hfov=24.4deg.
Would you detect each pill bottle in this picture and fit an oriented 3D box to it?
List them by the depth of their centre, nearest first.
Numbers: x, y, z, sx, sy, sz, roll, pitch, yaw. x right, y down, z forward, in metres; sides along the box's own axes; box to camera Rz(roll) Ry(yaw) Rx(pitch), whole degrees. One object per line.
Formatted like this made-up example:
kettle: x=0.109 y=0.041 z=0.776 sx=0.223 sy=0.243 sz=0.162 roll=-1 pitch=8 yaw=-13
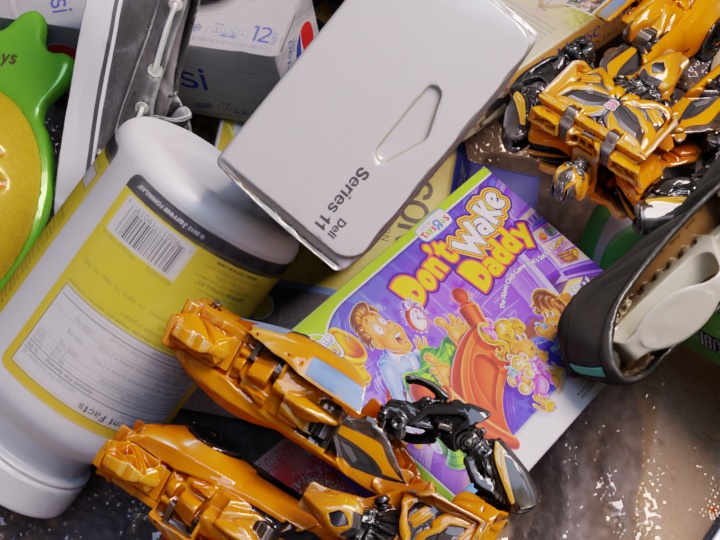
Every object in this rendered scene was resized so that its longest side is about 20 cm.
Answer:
pill bottle: x=-0.130 y=0.028 z=0.864 sx=0.112 sy=0.112 sz=0.200 roll=41 pitch=103 yaw=13

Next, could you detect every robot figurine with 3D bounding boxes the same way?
robot figurine: x=-0.019 y=0.105 z=0.777 sx=0.200 sy=0.058 sz=0.145 roll=30 pitch=99 yaw=12
robot figurine: x=0.174 y=-0.107 z=0.938 sx=0.145 sy=0.058 sz=0.200 roll=34 pitch=59 yaw=26

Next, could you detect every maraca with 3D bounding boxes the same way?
maraca: x=-0.230 y=-0.057 z=0.927 sx=0.137 sy=0.107 sz=0.200 roll=11 pitch=76 yaw=15

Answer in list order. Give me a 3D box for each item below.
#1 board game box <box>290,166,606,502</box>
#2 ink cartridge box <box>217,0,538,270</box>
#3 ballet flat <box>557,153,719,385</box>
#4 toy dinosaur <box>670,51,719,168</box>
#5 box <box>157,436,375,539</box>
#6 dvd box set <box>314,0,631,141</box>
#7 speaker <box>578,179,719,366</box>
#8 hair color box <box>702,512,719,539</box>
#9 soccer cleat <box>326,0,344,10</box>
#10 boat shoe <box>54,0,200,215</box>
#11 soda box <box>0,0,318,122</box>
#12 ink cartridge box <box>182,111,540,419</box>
board game box: x=0.054 y=0.045 z=0.882 sx=0.134 sy=0.045 sz=0.200 roll=41 pitch=47 yaw=9
ink cartridge box: x=0.012 y=-0.083 z=0.849 sx=0.083 sy=0.200 sz=0.147 roll=40 pitch=94 yaw=0
ballet flat: x=0.188 y=-0.010 z=0.848 sx=0.200 sy=0.068 sz=0.068 roll=-45 pitch=109 yaw=0
toy dinosaur: x=0.222 y=-0.083 z=1.034 sx=0.101 sy=0.058 sz=0.200 roll=13 pitch=46 yaw=-25
box: x=-0.070 y=0.182 z=0.844 sx=0.200 sy=0.096 sz=0.100 roll=-37 pitch=74 yaw=-21
dvd box set: x=0.089 y=-0.171 z=1.040 sx=0.200 sy=0.029 sz=0.146 roll=-36 pitch=50 yaw=-21
speaker: x=0.218 y=0.018 z=0.921 sx=0.088 sy=0.089 sz=0.200 roll=-39 pitch=46 yaw=-21
hair color box: x=0.257 y=0.140 z=0.921 sx=0.100 sy=0.061 sz=0.200 roll=35 pitch=66 yaw=11
soccer cleat: x=-0.006 y=-0.196 z=1.019 sx=0.073 sy=0.068 sz=0.200 roll=-41 pitch=47 yaw=-24
boat shoe: x=-0.123 y=-0.079 z=0.924 sx=0.068 sy=0.074 sz=0.200 roll=13 pitch=108 yaw=3
soda box: x=-0.127 y=-0.141 z=0.981 sx=0.200 sy=0.068 sz=0.064 roll=10 pitch=59 yaw=16
ink cartridge box: x=0.000 y=0.000 z=0.969 sx=0.200 sy=0.047 sz=0.198 roll=9 pitch=62 yaw=1
